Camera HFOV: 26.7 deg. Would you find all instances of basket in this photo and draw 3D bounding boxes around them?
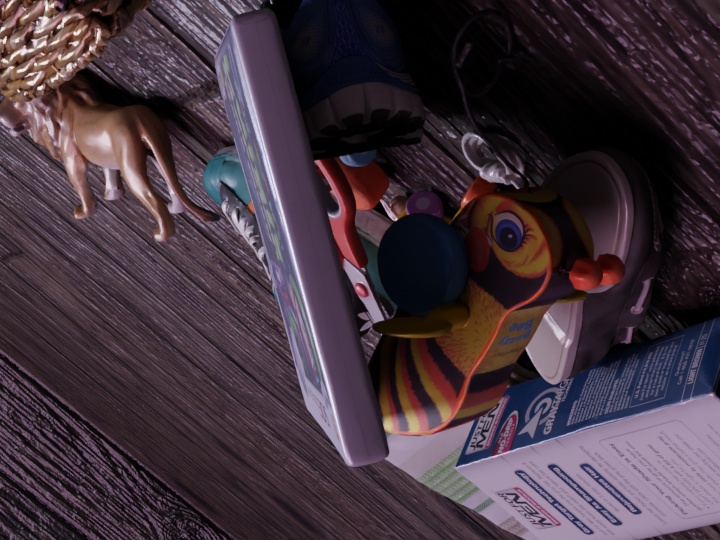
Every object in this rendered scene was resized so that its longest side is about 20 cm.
[{"bbox_3d":[-0.181,-0.182,0.774,0.149,0.143,0.200,43,162,-21],"label":"basket"}]

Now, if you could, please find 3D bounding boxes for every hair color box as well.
[{"bbox_3d":[0.160,0.098,0.865,0.100,0.061,0.200,42,141,-20],"label":"hair color box"}]

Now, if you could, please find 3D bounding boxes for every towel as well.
[{"bbox_3d":[0.109,0.120,0.997,0.200,0.031,0.149,31,141,-12],"label":"towel"}]

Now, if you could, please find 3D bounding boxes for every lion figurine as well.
[{"bbox_3d":[-0.186,-0.097,1.136,0.200,0.072,0.123,9,121,39],"label":"lion figurine"}]

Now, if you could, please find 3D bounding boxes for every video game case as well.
[{"bbox_3d":[-0.033,-0.017,0.733,0.182,0.023,0.201,-162,57,-82],"label":"video game case"}]

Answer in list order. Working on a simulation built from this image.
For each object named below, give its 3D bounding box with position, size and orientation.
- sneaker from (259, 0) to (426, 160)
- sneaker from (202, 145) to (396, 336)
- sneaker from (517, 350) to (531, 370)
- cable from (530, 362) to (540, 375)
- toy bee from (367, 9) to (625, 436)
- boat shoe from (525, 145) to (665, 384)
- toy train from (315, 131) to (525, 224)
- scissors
[{"bbox_3d":[-0.008,-0.104,0.773,0.200,0.078,0.089,166,95,-83],"label":"sneaker"},{"bbox_3d":[-0.049,-0.021,1.038,0.200,0.080,0.071,28,161,36],"label":"sneaker"},{"bbox_3d":[0.066,0.049,1.024,0.075,0.087,0.200,35,140,-4],"label":"sneaker"},{"bbox_3d":[0.110,0.094,1.077,0.097,0.050,0.200,43,160,-14],"label":"cable"},{"bbox_3d":[0.060,0.003,0.696,0.109,0.131,0.200,33,140,36],"label":"toy bee"},{"bbox_3d":[0.126,-0.008,0.786,0.067,0.057,0.200,58,161,24],"label":"boat shoe"},{"bbox_3d":[0.033,-0.032,0.895,0.150,0.056,0.200,47,161,-31],"label":"toy train"},{"bbox_3d":[0.000,0.000,0.912,0.200,0.014,0.073,57,146,-7],"label":"scissors"}]
